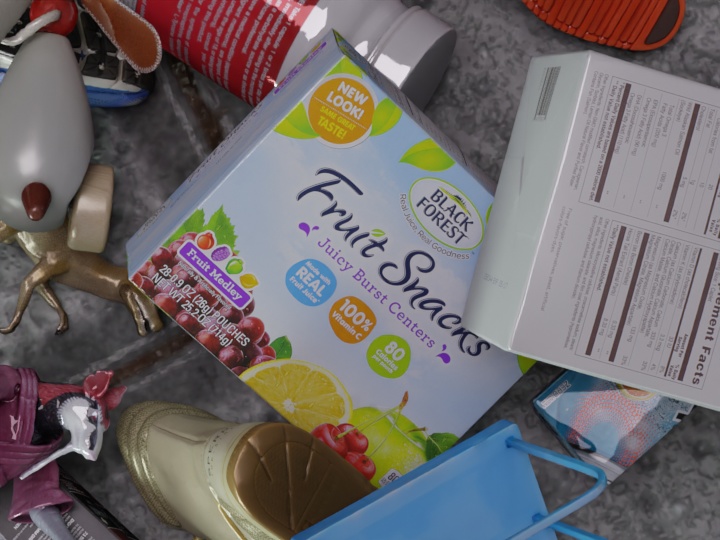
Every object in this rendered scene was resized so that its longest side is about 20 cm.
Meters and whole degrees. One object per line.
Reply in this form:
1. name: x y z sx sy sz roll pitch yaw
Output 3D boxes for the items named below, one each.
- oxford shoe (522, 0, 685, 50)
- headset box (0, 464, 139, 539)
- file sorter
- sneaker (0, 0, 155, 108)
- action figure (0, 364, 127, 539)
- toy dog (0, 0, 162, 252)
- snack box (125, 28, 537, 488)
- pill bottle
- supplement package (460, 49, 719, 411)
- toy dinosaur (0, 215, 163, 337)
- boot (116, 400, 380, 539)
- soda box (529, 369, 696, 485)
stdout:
1. oxford shoe: 0.096 -0.192 1.471 0.199 0.073 0.071 30 104 -9
2. headset box: -0.200 0.183 1.444 0.200 0.077 0.149 42 88 13
3. file sorter: 0.079 0.204 1.320 0.138 0.122 0.201 -27 108 -22
4. sneaker: -0.219 -0.115 1.501 0.198 0.090 0.079 3 47 -8
5. action figure: -0.217 0.104 1.390 0.199 0.135 0.149 -27 34 -11
6. toy dog: -0.171 -0.101 1.393 0.131 0.096 0.202 -13 102 -9
7. snack box: 0.000 0.000 1.397 0.169 0.068 0.200 -44 109 8
8. pill bottle: -0.050 -0.152 1.460 0.199 0.112 0.113 33 86 11
9. supplement package: 0.173 -0.012 1.300 0.198 0.152 0.152 15 92 -7
10. toy dinosaur: -0.196 -0.033 1.481 0.101 0.058 0.200 -37 104 1
11. boot: -0.034 0.144 1.414 0.200 0.155 0.073 41 72 -29
12. soda box: 0.186 0.030 1.418 0.200 0.068 0.064 -42 87 0
